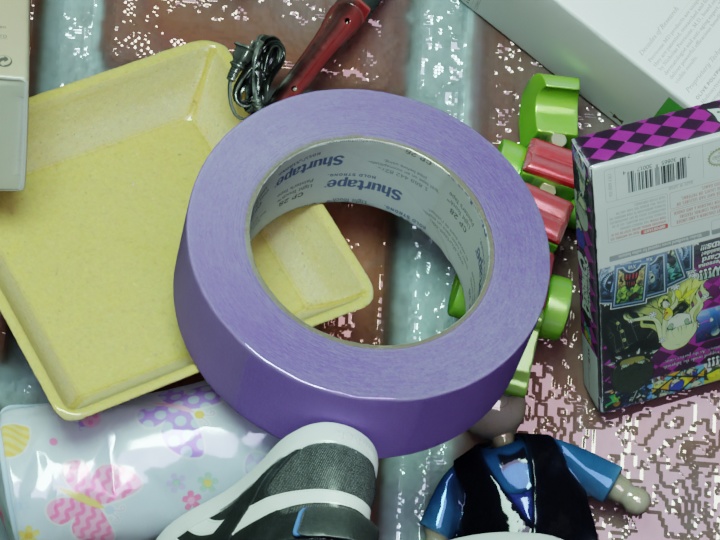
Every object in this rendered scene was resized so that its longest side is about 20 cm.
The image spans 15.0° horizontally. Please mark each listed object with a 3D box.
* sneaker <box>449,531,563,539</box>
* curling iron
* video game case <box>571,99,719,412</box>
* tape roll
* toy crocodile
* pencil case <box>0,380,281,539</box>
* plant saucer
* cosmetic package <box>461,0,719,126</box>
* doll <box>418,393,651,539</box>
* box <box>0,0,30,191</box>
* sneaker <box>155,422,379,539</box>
[{"bbox_3d":[0.033,0.235,1.479,0.199,0.081,0.147,-18,57,18],"label":"sneaker"},{"bbox_3d":[-0.011,-0.155,1.606,0.025,0.050,0.200,13,46,40],"label":"curling iron"},{"bbox_3d":[0.220,-0.019,1.560,0.199,0.182,0.036,-16,39,-10],"label":"video game case"},{"bbox_3d":[0.000,0.000,1.492,0.199,0.066,0.201,5,57,-8],"label":"tape roll"},{"bbox_3d":[0.098,-0.021,1.587,0.067,0.062,0.201,18,64,-2],"label":"toy crocodile"},{"bbox_3d":[-0.108,0.103,1.529,0.199,0.083,0.091,-12,98,-9],"label":"pencil case"},{"bbox_3d":[-0.124,-0.017,1.544,0.199,0.049,0.201,-21,64,-23],"label":"plant saucer"},{"bbox_3d":[0.160,-0.148,1.610,0.200,0.108,0.085,37,77,4],"label":"cosmetic package"},{"bbox_3d":[0.103,0.152,1.561,0.136,0.048,0.201,-18,73,-4],"label":"doll"},{"bbox_3d":[-0.223,-0.148,1.532,0.077,0.095,0.201,1,51,-7],"label":"box"},{"bbox_3d":[-0.063,0.175,1.451,0.073,0.200,0.112,25,40,-20],"label":"sneaker"}]
